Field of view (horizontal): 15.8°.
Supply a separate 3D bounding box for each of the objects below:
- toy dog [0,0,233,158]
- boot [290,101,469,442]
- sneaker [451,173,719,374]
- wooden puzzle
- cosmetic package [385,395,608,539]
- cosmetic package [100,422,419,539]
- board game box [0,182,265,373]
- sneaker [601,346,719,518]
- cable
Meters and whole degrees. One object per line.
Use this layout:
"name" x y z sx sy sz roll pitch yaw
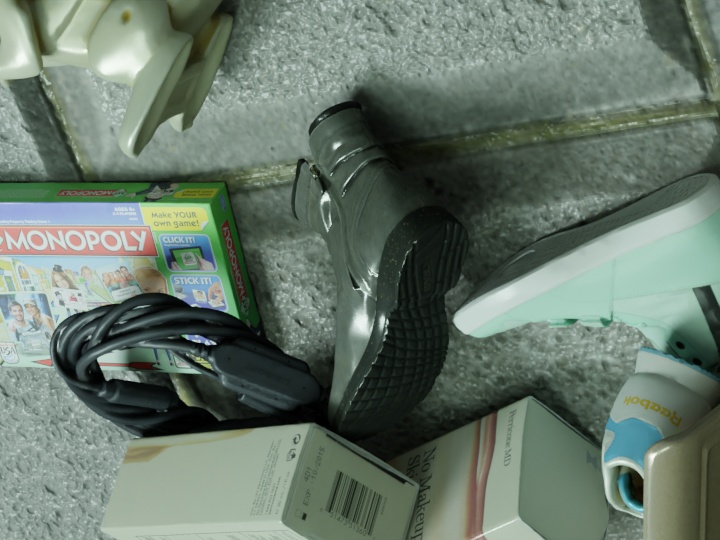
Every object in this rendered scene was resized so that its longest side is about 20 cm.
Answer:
"toy dog" -0.180 -0.183 1.555 0.199 0.140 0.195 25 116 6
"boot" 0.000 0.000 1.628 0.131 0.067 0.201 51 140 35
"sneaker" 0.156 0.031 1.582 0.200 0.074 0.119 -23 104 32
"wooden puzzle" 0.238 0.132 1.556 0.037 0.199 0.186 28 135 40
"cosmetic package" 0.059 0.174 1.698 0.199 0.104 0.087 -28 128 34
"cosmetic package" -0.068 0.155 1.702 0.105 0.072 0.199 33 155 -34
"board game box" -0.169 0.005 1.745 0.199 0.029 0.135 1 123 24
"sneaker" 0.186 0.120 1.591 0.076 0.081 0.200 20 161 25
"cable" -0.111 0.075 1.716 0.199 0.051 0.163 19 154 -12
